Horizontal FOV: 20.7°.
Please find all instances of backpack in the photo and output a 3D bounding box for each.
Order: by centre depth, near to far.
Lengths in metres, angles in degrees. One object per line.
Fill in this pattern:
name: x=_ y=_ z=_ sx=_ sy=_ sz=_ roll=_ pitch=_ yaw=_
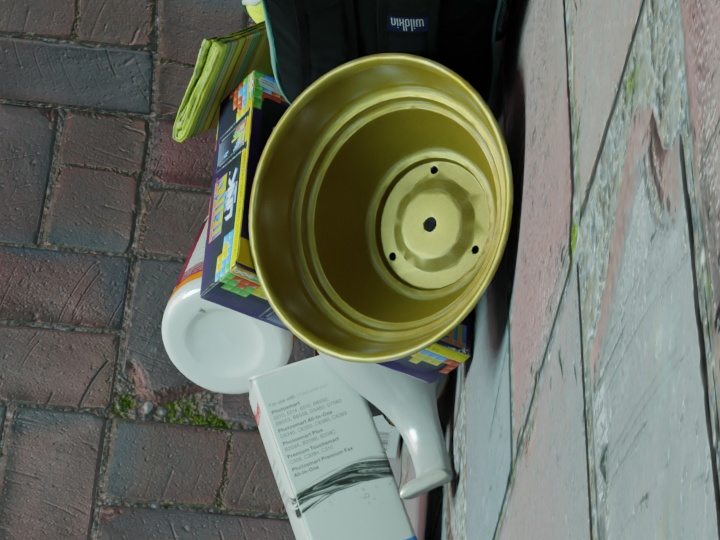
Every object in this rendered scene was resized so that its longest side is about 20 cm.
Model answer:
backpack: x=0.019 y=-0.191 z=1.340 sx=0.201 sy=0.174 sz=0.154 roll=85 pitch=-173 yaw=-47

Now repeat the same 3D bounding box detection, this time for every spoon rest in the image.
spoon rest: x=0.022 y=0.076 z=1.469 sx=0.061 sy=0.099 sz=0.202 roll=38 pitch=-150 yaw=-65

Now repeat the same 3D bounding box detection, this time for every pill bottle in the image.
pill bottle: x=-0.093 y=0.005 z=1.656 sx=0.201 sy=0.108 sz=0.111 roll=-74 pitch=-7 yaw=-57

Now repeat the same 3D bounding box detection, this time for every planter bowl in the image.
planter bowl: x=0.030 y=-0.035 z=1.303 sx=0.083 sy=0.199 sz=0.203 roll=15 pitch=-102 yaw=-58

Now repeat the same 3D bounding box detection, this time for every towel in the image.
towel: x=-0.072 y=-0.157 z=1.478 sx=0.200 sy=0.018 sz=0.087 roll=-33 pitch=-26 yaw=-56

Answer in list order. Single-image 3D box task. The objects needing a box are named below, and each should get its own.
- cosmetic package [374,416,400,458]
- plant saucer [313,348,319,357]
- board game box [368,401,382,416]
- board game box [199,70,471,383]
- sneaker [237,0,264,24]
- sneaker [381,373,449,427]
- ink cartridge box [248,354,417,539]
cosmetic package: x=0.025 y=0.056 z=1.899 sx=0.152 sy=0.051 sz=0.201 roll=-84 pitch=2 yaw=-51
plant saucer: x=-0.013 y=-0.008 z=1.858 sx=0.200 sy=0.036 sz=0.202 roll=93 pitch=-176 yaw=-78
board game box: x=0.000 y=0.000 z=1.665 sx=0.148 sy=0.064 sz=0.202 roll=-86 pitch=-18 yaw=-63
board game box: x=-0.012 y=-0.029 z=1.412 sx=0.057 sy=0.199 sz=0.167 roll=-35 pitch=41 yaw=47
sneaker: x=-0.043 y=-0.200 z=1.611 sx=0.077 sy=0.075 sz=0.200 roll=56 pitch=-176 yaw=16
sneaker: x=0.019 y=0.021 z=1.530 sx=0.075 sy=0.091 sz=0.202 roll=-26 pitch=55 yaw=51
ink cartridge box: x=-0.018 y=0.173 z=1.549 sx=0.146 sy=0.083 sz=0.202 roll=112 pitch=140 yaw=-79
